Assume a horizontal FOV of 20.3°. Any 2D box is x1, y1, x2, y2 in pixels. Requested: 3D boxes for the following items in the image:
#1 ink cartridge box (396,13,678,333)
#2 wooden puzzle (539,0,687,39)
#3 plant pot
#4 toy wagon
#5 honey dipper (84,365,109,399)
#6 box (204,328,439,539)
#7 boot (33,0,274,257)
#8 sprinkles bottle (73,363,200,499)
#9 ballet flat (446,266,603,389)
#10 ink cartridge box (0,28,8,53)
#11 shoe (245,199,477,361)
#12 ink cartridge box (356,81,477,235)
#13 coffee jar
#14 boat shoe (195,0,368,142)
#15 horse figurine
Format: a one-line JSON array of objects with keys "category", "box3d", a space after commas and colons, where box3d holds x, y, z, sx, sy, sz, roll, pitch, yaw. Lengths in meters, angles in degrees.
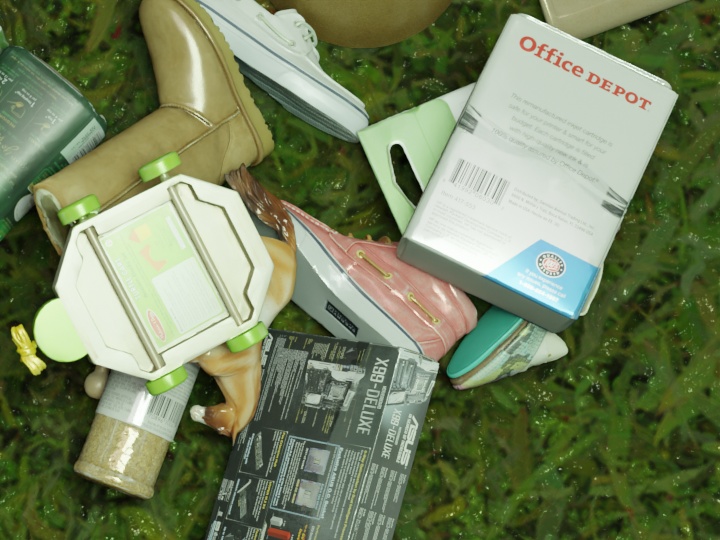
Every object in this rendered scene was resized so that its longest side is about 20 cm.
[{"category": "ink cartridge box", "box3d": [0.136, -0.074, 1.559, 0.146, 0.086, 0.201, 26, 77, 1]}, {"category": "wooden puzzle", "box3d": [0.213, -0.308, 1.668, 0.185, 0.046, 0.201, -20, 105, -7]}, {"category": "plant pot", "box3d": [0.008, -0.291, 1.590, 0.186, 0.200, 0.187, 1, 82, -5]}, {"category": "toy wagon", "box3d": [-0.167, 0.013, 1.490, 0.200, 0.040, 0.156, -28, 97, -12]}, {"category": "honey dipper", "box3d": [-0.190, 0.005, 1.616, 0.038, 0.038, 0.201, 14, 85, -2]}, {"category": "box", "box3d": [-0.034, 0.150, 1.544, 0.050, 0.157, 0.201, 24, 77, -43]}, {"category": "boot", "box3d": [-0.175, -0.107, 1.561, 0.200, 0.066, 0.175, -39, 103, -33]}, {"category": "sprinkles bottle", "box3d": [-0.162, 0.077, 1.587, 0.068, 0.068, 0.201, 20, 80, -1]}, {"category": "ballet flat", "box3d": [0.150, 0.025, 1.624, 0.071, 0.069, 0.200, 38, 80, -23]}, {"category": "ink cartridge box", "box3d": [-0.391, -0.213, 1.612, 0.200, 0.059, 0.104, 41, 81, 3]}, {"category": "shoe", "box3d": [0.000, 0.000, 1.615, 0.200, 0.072, 0.091, 44, 59, 15]}, {"category": "ink cartridge box", "box3d": [0.106, -0.099, 1.636, 0.199, 0.059, 0.104, -22, 83, -7]}, {"category": "coffee jar", "box3d": [-0.300, -0.073, 1.591, 0.104, 0.085, 0.200, 39, 80, 7]}, {"category": "boat shoe", "box3d": [-0.068, -0.183, 1.630, 0.200, 0.074, 0.067, 34, 81, 2]}, {"category": "horse figurine", "box3d": [-0.103, 0.019, 1.551, 0.132, 0.050, 0.201, 29, 81, -19]}]
